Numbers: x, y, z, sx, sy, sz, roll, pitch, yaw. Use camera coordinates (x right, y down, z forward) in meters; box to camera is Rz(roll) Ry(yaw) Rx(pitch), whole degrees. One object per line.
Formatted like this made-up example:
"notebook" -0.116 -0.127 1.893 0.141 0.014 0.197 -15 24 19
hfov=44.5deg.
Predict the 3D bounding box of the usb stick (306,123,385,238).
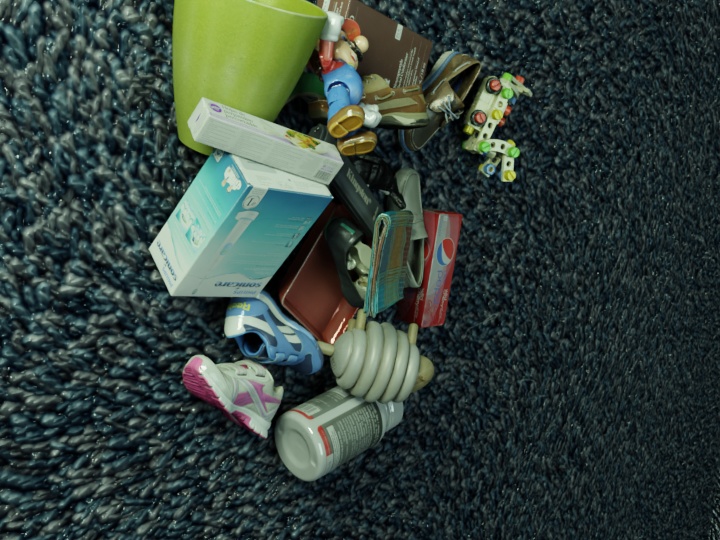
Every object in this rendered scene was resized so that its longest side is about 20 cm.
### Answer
"usb stick" -0.018 -0.119 1.210 0.200 0.032 0.056 53 37 -45

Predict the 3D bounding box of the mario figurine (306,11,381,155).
"mario figurine" -0.012 -0.256 1.140 0.105 0.202 0.124 0 149 -21

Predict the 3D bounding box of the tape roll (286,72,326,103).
"tape roll" -0.094 -0.180 1.255 0.200 0.048 0.202 -19 116 -44

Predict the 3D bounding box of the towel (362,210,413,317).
"towel" 0.047 -0.015 1.304 0.200 0.021 0.148 -19 118 -74

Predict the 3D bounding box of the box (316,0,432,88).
"box" 0.015 -0.326 1.309 0.199 0.075 0.101 11 94 -47

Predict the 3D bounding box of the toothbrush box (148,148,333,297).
"toothbrush box" -0.155 -0.059 1.130 0.146 0.086 0.200 2 136 -47

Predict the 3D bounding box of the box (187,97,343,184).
"box" -0.110 -0.154 1.063 0.199 0.039 0.042 14 126 -38

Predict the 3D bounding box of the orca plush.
"orca plush" 0.006 -0.140 1.266 0.199 0.071 0.106 33 67 -38

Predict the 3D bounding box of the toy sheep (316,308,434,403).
"toy sheep" 0.022 0.139 1.371 0.198 0.138 0.139 14 93 -10

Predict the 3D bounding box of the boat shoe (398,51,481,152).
"boat shoe" 0.132 -0.280 1.450 0.072 0.072 0.201 43 71 -45

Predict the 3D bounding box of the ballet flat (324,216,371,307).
"ballet flat" 0.000 0.000 1.326 0.073 0.073 0.201 -50 145 -23

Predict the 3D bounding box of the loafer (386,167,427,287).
"loafer" 0.084 -0.070 1.469 0.070 0.069 0.202 -18 116 -43

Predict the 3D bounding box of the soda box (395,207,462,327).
"soda box" 0.119 -0.005 1.536 0.070 0.063 0.202 -2 104 -47

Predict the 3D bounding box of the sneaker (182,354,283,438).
"sneaker" -0.179 0.162 1.260 0.089 0.081 0.200 -60 145 -16

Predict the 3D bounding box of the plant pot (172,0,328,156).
"plant pot" -0.156 -0.247 1.089 0.186 0.187 0.201 -5 122 -46

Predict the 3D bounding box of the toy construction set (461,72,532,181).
"toy construction set" 0.248 -0.270 1.566 0.130 0.092 0.202 26 75 -24

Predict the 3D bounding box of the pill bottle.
"pill bottle" -0.031 0.246 1.416 0.199 0.113 0.115 -21 118 -42

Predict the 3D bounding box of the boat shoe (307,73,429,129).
"boat shoe" 0.012 -0.241 1.259 0.199 0.075 0.075 -6 97 -38

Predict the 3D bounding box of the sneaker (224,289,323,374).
"sneaker" -0.130 0.106 1.280 0.200 0.073 0.083 45 45 -37

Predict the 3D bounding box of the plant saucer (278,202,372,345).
"plant saucer" -0.044 0.000 1.358 0.201 0.036 0.200 -61 149 -14
